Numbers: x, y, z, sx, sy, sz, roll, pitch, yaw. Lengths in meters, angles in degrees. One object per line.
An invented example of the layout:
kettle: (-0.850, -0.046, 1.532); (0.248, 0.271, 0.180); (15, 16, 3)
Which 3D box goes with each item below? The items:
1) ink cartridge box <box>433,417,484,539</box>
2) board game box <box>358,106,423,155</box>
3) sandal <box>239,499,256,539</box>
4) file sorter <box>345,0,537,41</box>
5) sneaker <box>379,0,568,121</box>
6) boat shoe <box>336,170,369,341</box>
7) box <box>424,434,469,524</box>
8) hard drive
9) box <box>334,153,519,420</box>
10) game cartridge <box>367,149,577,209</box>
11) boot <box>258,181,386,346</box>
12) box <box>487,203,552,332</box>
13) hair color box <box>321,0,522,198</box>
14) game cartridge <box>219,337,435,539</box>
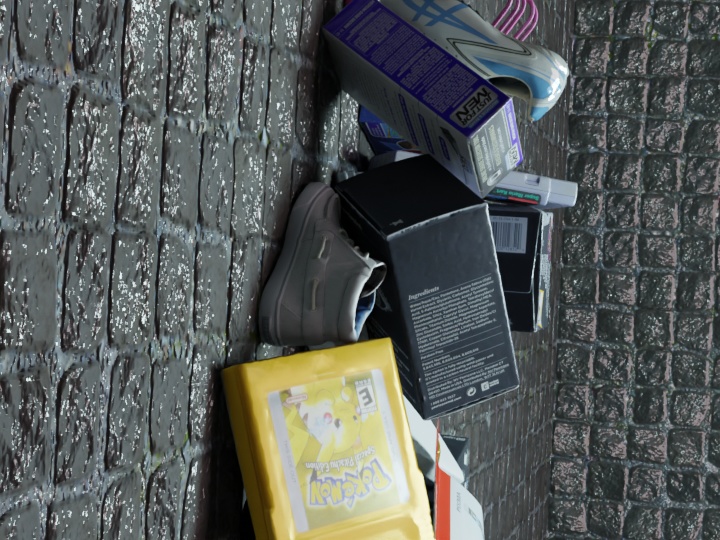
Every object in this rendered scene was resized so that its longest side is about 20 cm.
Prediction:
ink cartridge box: (0.094, 0.263, 1.546); (0.160, 0.047, 0.201); (-85, 172, -51)
board game box: (0.084, -0.135, 1.805); (0.200, 0.135, 0.035); (58, 38, -68)
sandal: (-0.064, 0.250, 1.403); (0.057, 0.079, 0.202); (6, 96, -71)
file sorter: (0.096, -0.273, 1.716); (0.126, 0.139, 0.200); (-50, 172, 12)
sneaker: (0.101, -0.210, 1.576); (0.073, 0.199, 0.072); (-60, 169, -12)
boat shoe: (0.000, 0.000, 1.663); (0.074, 0.064, 0.203); (-109, -156, -74)
box: (0.038, 0.250, 1.720); (0.200, 0.122, 0.107); (-49, 141, -69)
hard drive: (0.024, 0.134, 1.598); (0.200, 0.027, 0.132); (38, 17, -56)
box: (0.062, 0.013, 1.552); (0.148, 0.104, 0.201); (-131, -155, -59)
game cartridge: (0.116, -0.093, 1.735); (0.130, 0.199, 0.039); (-156, -105, -78)
boot: (-0.021, -0.004, 1.475); (0.200, 0.095, 0.074); (-73, 161, -45)
box: (0.100, -0.007, 1.757); (0.115, 0.199, 0.133); (-6, 99, -78)
hair color box: (0.060, -0.168, 1.569); (0.065, 0.200, 0.109); (-42, 152, -11)
game cartridge: (-0.021, 0.164, 1.356); (0.176, 0.032, 0.201); (-9, 82, -43)
